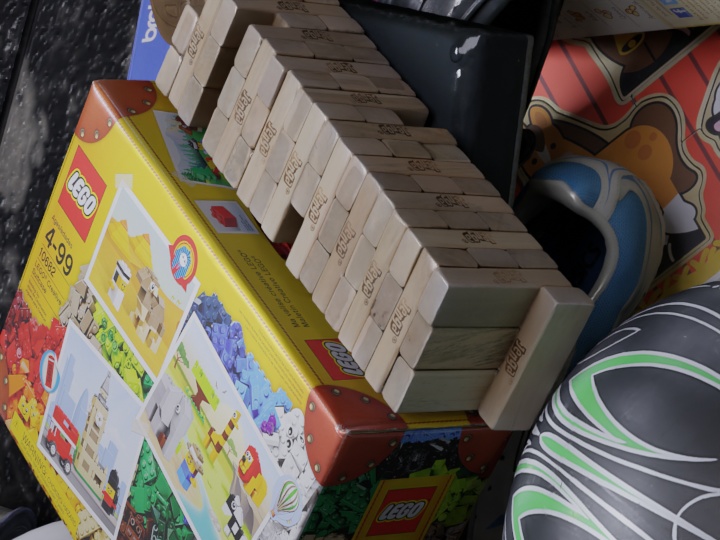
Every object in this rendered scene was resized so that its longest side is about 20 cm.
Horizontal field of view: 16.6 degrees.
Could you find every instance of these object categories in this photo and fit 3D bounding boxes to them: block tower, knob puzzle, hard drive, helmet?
[{"bbox_3d":[-0.001,-0.029,0.849,0.200,0.058,0.054,51,128,40],"label":"block tower"},{"bbox_3d":[0.116,-0.079,0.977,0.219,0.030,0.220,-15,64,35],"label":"knob puzzle"},{"bbox_3d":[0.000,0.000,0.927,0.139,0.033,0.201,20,107,52],"label":"hard drive"},{"bbox_3d":[0.138,0.093,0.800,0.190,0.200,0.200,29,92,25],"label":"helmet"}]

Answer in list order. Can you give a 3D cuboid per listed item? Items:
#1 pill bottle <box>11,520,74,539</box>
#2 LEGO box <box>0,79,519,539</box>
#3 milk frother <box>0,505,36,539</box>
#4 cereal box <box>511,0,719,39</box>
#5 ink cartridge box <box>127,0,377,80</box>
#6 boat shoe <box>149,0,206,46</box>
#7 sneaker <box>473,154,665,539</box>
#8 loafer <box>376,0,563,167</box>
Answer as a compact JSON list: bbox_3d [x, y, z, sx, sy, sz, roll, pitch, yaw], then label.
[{"bbox_3d":[-0.089,0.204,0.946,0.112,0.112,0.200,-27,56,28],"label":"pill bottle"},{"bbox_3d":[-0.047,0.048,0.898,0.200,0.077,0.149,52,129,40],"label":"LEGO box"},{"bbox_3d":[-0.238,0.109,1.131,0.188,0.181,0.200,23,55,8],"label":"milk frother"},{"bbox_3d":[0.115,-0.162,0.972,0.200,0.040,0.144,0,63,47],"label":"cereal box"},{"bbox_3d":[-0.043,-0.090,1.105,0.200,0.042,0.120,-4,71,40],"label":"ink cartridge box"},{"bbox_3d":[-0.019,-0.151,1.043,0.200,0.072,0.072,-38,61,47],"label":"boat shoe"},{"bbox_3d":[0.048,0.048,0.934,0.072,0.072,0.200,31,101,38],"label":"sneaker"},{"bbox_3d":[0.032,-0.052,0.968,0.070,0.068,0.201,45,133,38],"label":"loafer"}]
